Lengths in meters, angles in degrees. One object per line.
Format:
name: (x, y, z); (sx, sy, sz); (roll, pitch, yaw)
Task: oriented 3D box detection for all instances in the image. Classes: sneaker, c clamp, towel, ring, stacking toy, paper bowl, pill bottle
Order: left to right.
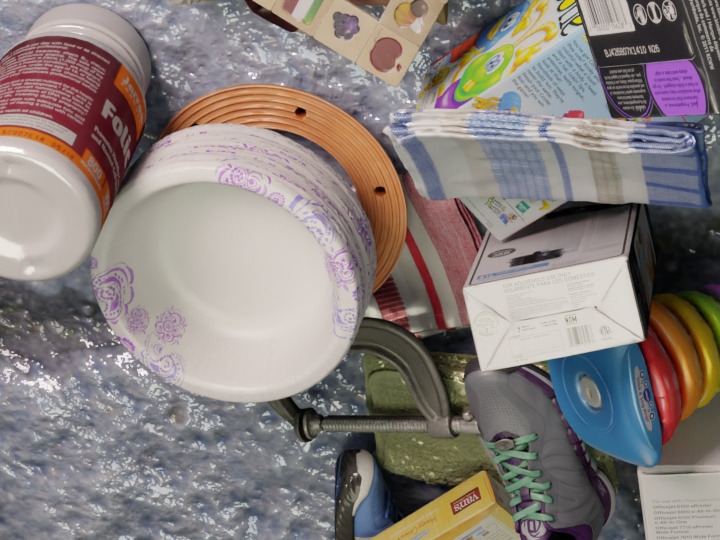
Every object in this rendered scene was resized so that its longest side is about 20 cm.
pill bottle: (-0.213, -0.094, 1.492); (0.114, 0.200, 0.115); (5, 128, 7)
paper bowl: (-0.087, -0.013, 1.550); (0.200, 0.104, 0.201); (6, 123, 10)
ring: (-0.062, -0.051, 1.594); (0.199, 0.019, 0.201); (6, 123, 10)
towel: (0.000, 0.000, 1.636); (0.199, 0.023, 0.144); (-13, 122, 20)
c clamp: (0.004, 0.102, 1.652); (0.199, 0.027, 0.171); (3, 133, 30)
sneaker: (0.018, 0.217, 1.772); (0.077, 0.076, 0.201); (-3, 136, 5)
towel: (0.100, 0.123, 1.673); (0.199, 0.037, 0.149); (6, 139, 17)
sneaker: (0.132, 0.150, 1.592); (0.074, 0.088, 0.200); (-11, 132, 33)
towel: (0.123, -0.067, 1.377); (0.199, 0.024, 0.147); (4, 165, 12)
stacking toy: (0.244, 0.052, 1.549); (0.199, 0.110, 0.117); (-22, 107, -24)

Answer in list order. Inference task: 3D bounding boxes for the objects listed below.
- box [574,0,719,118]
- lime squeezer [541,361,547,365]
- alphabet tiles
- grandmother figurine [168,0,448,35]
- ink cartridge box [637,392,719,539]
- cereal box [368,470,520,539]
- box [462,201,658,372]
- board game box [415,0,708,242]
box: (0.246, -0.177, 1.316); (0.199, 0.122, 0.107); (-25, 103, -23)
lime squeezer: (0.164, 0.052, 1.643); (0.070, 0.038, 0.201); (-26, 123, -10)
alphabet tiles: (0.003, -0.246, 1.413); (0.167, 0.008, 0.200); (32, 110, 0)
grandmother figurine: (-0.042, -0.208, 1.465); (0.199, 0.061, 0.122); (-1, 118, 8)
ink cartridge box: (0.262, 0.179, 1.642); (0.083, 0.145, 0.201); (-3, 126, 12)
cereal box: (0.099, 0.253, 1.747); (0.144, 0.040, 0.200); (-33, 133, 16)
box: (0.141, 0.001, 1.488); (0.116, 0.200, 0.060); (-11, 104, 14)
board game box: (0.145, -0.128, 1.458); (0.200, 0.103, 0.105); (-31, 115, 30)
